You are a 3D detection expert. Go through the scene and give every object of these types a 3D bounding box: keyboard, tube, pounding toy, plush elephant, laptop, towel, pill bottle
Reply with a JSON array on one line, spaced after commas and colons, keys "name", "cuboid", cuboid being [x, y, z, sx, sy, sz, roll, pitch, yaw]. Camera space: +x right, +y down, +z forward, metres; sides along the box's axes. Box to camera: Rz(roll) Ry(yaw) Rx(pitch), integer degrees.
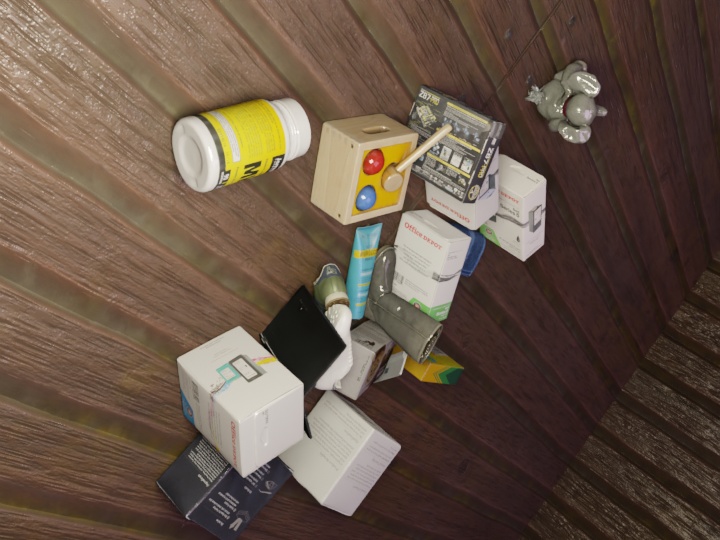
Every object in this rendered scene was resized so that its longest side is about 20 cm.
[{"name": "keyboard", "cuboid": [0.062, 0.220, 1.881, 0.010, 0.200, 0.057, 18, 72, -14]}, {"name": "tube", "cuboid": [0.000, 0.000, 1.731, 0.077, 0.050, 0.204, -17, 125, -51]}, {"name": "pounding toy", "cuboid": [0.038, -0.196, 1.529, 0.198, 0.142, 0.187, -17, 130, -41]}, {"name": "plush elephant", "cuboid": [0.492, -0.380, 1.908, 0.198, 0.154, 0.167, -13, 127, -44]}, {"name": "laptop", "cuboid": [-0.104, 0.176, 1.600, 0.114, 0.188, 0.202, -25, 137, -16]}, {"name": "towel", "cuboid": [0.226, -0.049, 1.951, 0.199, 0.048, 0.113, 13, 106, -53]}, {"name": "pill bottle", "cuboid": [-0.181, -0.201, 1.292, 0.198, 0.114, 0.116, -24, 134, -36]}]

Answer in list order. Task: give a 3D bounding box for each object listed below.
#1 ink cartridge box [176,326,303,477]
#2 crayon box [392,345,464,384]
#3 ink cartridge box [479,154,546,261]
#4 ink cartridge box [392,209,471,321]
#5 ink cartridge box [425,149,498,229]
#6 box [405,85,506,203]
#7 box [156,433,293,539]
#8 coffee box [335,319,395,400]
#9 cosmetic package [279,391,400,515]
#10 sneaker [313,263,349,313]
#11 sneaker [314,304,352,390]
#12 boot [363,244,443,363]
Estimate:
[{"name": "ink cartridge box", "cuboid": [-0.217, 0.236, 1.520, 0.145, 0.199, 0.149, -27, 137, -33]}, {"name": "crayon box", "cuboid": [0.147, 0.215, 2.001, 0.199, 0.126, 0.051, 17, 105, -52]}, {"name": "ink cartridge box", "cuboid": [0.352, -0.146, 1.938, 0.084, 0.145, 0.202, -36, 140, -23]}, {"name": "ink cartridge box", "cuboid": [0.140, -0.009, 1.795, 0.083, 0.145, 0.203, -11, 126, -43]}, {"name": "ink cartridge box", "cuboid": [0.206, -0.206, 1.717, 0.086, 0.146, 0.202, -39, 142, -24]}, {"name": "box", "cuboid": [0.165, -0.243, 1.595, 0.049, 0.199, 0.164, -2, 119, -46]}, {"name": "box", "cuboid": [-0.268, 0.415, 1.674, 0.200, 0.117, 0.198, -47, 144, -13]}, {"name": "coffee box", "cuboid": [0.007, 0.184, 1.789, 0.115, 0.079, 0.200, -68, 167, 15]}, {"name": "cosmetic package", "cuboid": [-0.047, 0.415, 1.895, 0.201, 0.164, 0.165, -52, 145, -3]}, {"name": "sneaker", "cuboid": [-0.062, 0.054, 1.672, 0.066, 0.091, 0.201, -10, 159, -13]}, {"name": "sneaker", "cuboid": [-0.047, 0.149, 1.606, 0.079, 0.077, 0.202, 13, 126, -14]}, {"name": "boot", "cuboid": [0.090, 0.069, 1.751, 0.072, 0.199, 0.185, -5, 121, -47]}]
